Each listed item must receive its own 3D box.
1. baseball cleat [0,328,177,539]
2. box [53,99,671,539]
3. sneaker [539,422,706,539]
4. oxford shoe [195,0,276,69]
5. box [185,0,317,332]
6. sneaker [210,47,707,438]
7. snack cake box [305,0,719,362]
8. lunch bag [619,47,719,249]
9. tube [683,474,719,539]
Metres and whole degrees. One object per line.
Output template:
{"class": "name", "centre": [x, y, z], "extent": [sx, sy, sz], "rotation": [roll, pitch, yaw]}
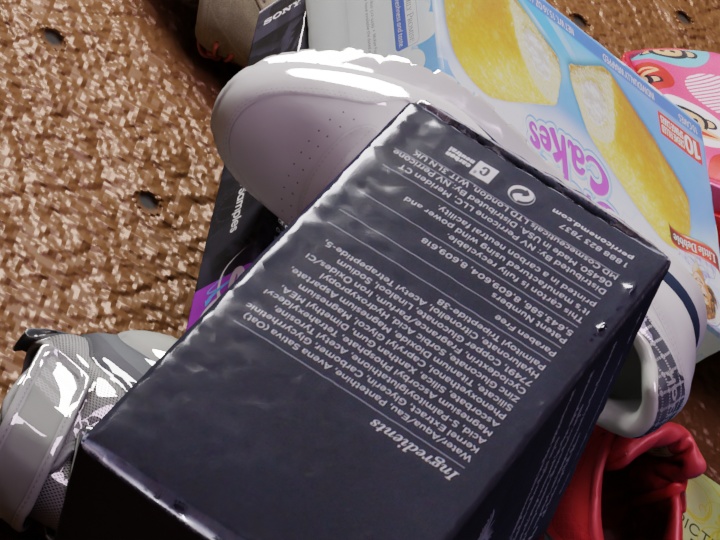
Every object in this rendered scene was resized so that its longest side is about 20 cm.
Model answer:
{"class": "baseball cleat", "centre": [-0.081, 0.101, 0.996], "extent": [0.106, 0.070, 0.201], "rotation": [7, 38, -29]}
{"class": "box", "centre": [-0.007, 0.069, 0.900], "extent": [0.104, 0.148, 0.200], "rotation": [32, 45, 12]}
{"class": "sneaker", "centre": [0.091, 0.079, 1.065], "extent": [0.077, 0.085, 0.201], "rotation": [30, 30, -29]}
{"class": "oxford shoe", "centre": [-0.032, -0.100, 1.256], "extent": [0.070, 0.074, 0.201], "rotation": [79, -15, -78]}
{"class": "box", "centre": [0.000, 0.000, 1.121], "extent": [0.143, 0.036, 0.201], "rotation": [46, 36, -30]}
{"class": "sneaker", "centre": [0.033, -0.011, 1.013], "extent": [0.199, 0.077, 0.081], "rotation": [29, 27, 3]}
{"class": "snack cake box", "centre": [0.066, -0.043, 1.155], "extent": [0.200, 0.067, 0.116], "rotation": [33, 40, -42]}
{"class": "lunch bag", "centre": [0.204, -0.022, 1.318], "extent": [0.199, 0.082, 0.176], "rotation": [19, 23, -10]}
{"class": "tube", "centre": [0.124, 0.102, 1.189], "extent": [0.200, 0.058, 0.052], "rotation": [36, 0, -16]}
